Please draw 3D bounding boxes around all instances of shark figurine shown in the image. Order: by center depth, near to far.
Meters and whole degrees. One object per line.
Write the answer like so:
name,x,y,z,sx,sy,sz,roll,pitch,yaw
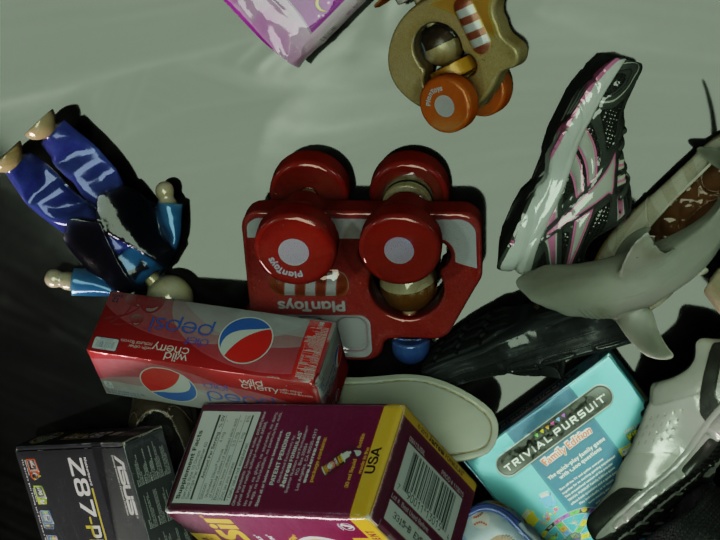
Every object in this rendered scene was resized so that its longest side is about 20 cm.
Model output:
shark figurine,0.231,-0.026,1.422,0.214,0.090,0.128,-39,58,-2

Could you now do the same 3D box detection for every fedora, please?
fedora,0.265,0.229,1.459,0.092,0.201,0.201,43,100,12

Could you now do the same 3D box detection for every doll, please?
doll,-0.216,-0.034,1.567,0.136,0.048,0.200,-42,99,8

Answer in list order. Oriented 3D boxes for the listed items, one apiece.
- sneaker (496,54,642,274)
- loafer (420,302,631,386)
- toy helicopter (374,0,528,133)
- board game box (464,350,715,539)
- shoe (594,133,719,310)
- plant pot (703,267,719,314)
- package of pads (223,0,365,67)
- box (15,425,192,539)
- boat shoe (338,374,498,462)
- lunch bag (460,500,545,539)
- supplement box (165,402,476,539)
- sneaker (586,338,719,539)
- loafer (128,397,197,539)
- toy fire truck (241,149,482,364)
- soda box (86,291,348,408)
sneaker,0.185,-0.078,1.518,0.086,0.080,0.200,22,110,-7
loafer,0.142,0.061,1.525,0.200,0.068,0.070,-23,110,25
toy helicopter,0.084,-0.215,1.476,0.132,0.079,0.200,42,124,13
board game box,0.205,0.186,1.560,0.151,0.047,0.200,-37,93,9
shoe,0.252,-0.034,1.520,0.070,0.053,0.200,38,100,-1
plant pot,0.378,0.012,1.453,0.177,0.200,0.200,37,100,10
package of pads,-0.024,-0.272,1.500,0.200,0.076,0.121,-44,91,10
box,-0.201,0.231,1.562,0.161,0.049,0.200,-7,100,46
boat shoe,0.017,0.129,1.553,0.200,0.062,0.075,1,66,11
lunch bag,0.114,0.297,1.512,0.160,0.076,0.200,-42,84,0
supplement box,-0.031,0.179,1.490,0.200,0.131,0.103,-3,55,35
sneaker,0.248,0.138,1.501,0.200,0.074,0.080,-49,60,16
loafer,-0.163,0.194,1.584,0.073,0.071,0.200,-12,97,7
toy fire truck,0.000,0.000,1.534,0.200,0.112,0.168,1,122,6
soda box,-0.115,0.072,1.530,0.200,0.070,0.063,8,55,16
